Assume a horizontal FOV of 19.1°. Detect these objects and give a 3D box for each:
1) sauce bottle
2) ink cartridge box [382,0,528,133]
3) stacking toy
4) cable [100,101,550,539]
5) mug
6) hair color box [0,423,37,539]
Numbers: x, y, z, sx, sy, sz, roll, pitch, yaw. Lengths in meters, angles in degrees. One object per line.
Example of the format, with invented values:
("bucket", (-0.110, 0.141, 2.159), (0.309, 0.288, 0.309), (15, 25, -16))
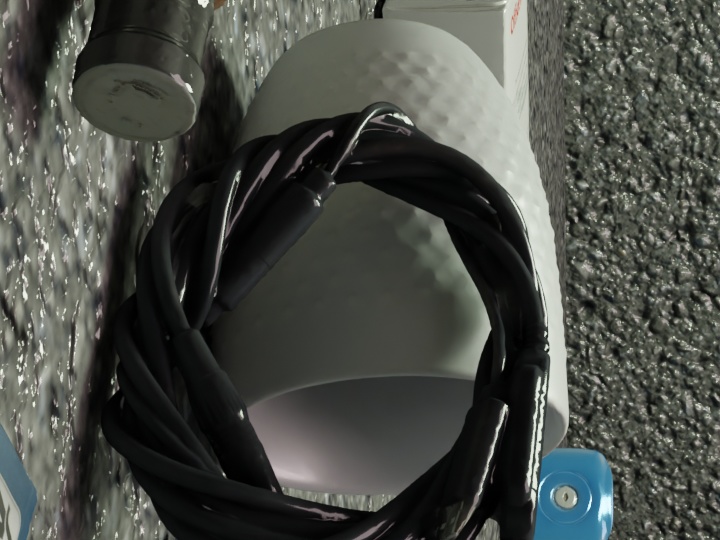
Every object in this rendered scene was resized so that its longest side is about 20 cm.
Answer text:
("sauce bottle", (-0.058, -0.135, 0.719), (0.066, 0.066, 0.200), (78, 14, -54))
("ink cartridge box", (0.067, -0.109, 1.428), (0.146, 0.084, 0.200), (-71, 160, -62))
("stacking toy", (0.223, 0.278, 2.449), (0.200, 0.110, 0.116), (98, -7, -73))
("cable", (-0.008, 0.025, 0.780), (0.051, 0.163, 0.200), (113, -14, -60))
("mug", (0.000, 0.000, 0.933), (0.200, 0.147, 0.176), (134, -41, -57))
("hair color box", (-0.117, 0.007, 0.274), (0.200, 0.100, 0.061), (77, 18, -56))
